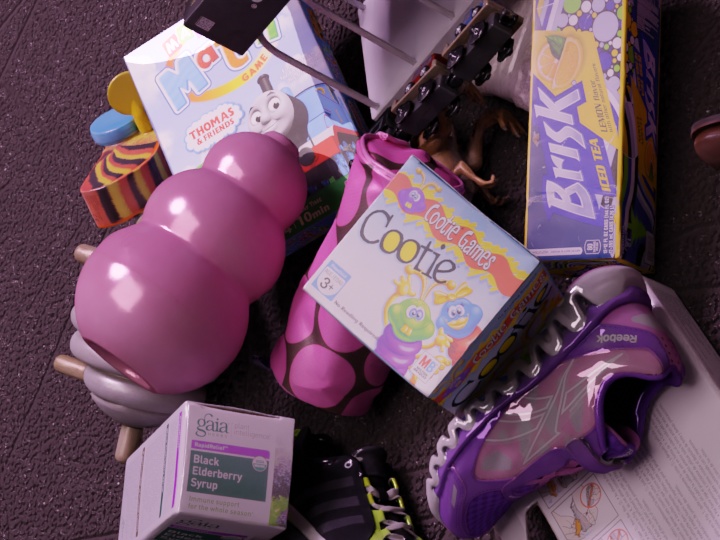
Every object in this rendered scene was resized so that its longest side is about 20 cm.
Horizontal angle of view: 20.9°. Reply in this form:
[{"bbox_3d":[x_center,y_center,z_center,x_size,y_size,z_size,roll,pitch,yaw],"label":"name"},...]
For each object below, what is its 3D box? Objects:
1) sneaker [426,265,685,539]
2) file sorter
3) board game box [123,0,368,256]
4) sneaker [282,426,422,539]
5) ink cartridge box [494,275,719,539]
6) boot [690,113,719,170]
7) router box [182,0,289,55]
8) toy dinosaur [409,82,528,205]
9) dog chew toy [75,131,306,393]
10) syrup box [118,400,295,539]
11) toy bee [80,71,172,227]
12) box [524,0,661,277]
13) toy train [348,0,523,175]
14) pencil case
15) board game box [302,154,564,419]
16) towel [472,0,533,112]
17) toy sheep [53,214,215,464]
[{"bbox_3d":[0.121,0.095,1.178,0.201,0.080,0.089,-52,58,18],"label":"sneaker"},{"bbox_3d":[0.021,-0.237,1.388,0.200,0.124,0.139,-49,29,31],"label":"file sorter"},{"bbox_3d":[-0.079,-0.112,1.480,0.151,0.037,0.201,-30,71,17],"label":"board game box"},{"bbox_3d":[-0.002,0.161,1.341,0.199,0.071,0.083,26,93,47],"label":"sneaker"},{"bbox_3d":[0.167,0.133,1.199,0.176,0.045,0.201,-47,47,22],"label":"ink cartridge box"},{"bbox_3d":[0.244,0.013,1.143,0.186,0.064,0.201,13,81,45],"label":"boot"},{"bbox_3d":[-0.045,-0.268,1.335,0.200,0.052,0.158,-44,32,40],"label":"router box"},{"bbox_3d":[0.054,-0.090,1.385,0.106,0.060,0.201,-45,48,26],"label":"toy dinosaur"},{"bbox_3d":[-0.111,-0.013,1.387,0.124,0.125,0.201,22,72,47],"label":"dog chew toy"},{"bbox_3d":[-0.113,0.157,1.389,0.200,0.078,0.082,139,137,-65],"label":"syrup box"},{"bbox_3d":[-0.162,-0.115,1.582,0.108,0.131,0.201,-18,49,13],"label":"toy bee"},{"bbox_3d":[0.151,-0.099,1.263,0.070,0.064,0.202,-2,79,30],"label":"box"},{"bbox_3d":[0.050,-0.122,1.338,0.200,0.034,0.046,-45,25,46],"label":"toy train"},{"bbox_3d":[0.000,0.000,1.356,0.094,0.090,0.201,-109,39,-54],"label":"pencil case"},{"bbox_3d":[0.055,0.021,1.210,0.105,0.200,0.103,40,90,17],"label":"board game box"},{"bbox_3d":[0.140,-0.207,1.360,0.132,0.034,0.201,25,94,48],"label":"towel"},{"bbox_3d":[-0.164,0.050,1.509,0.137,0.137,0.202,20,104,47],"label":"toy sheep"}]
